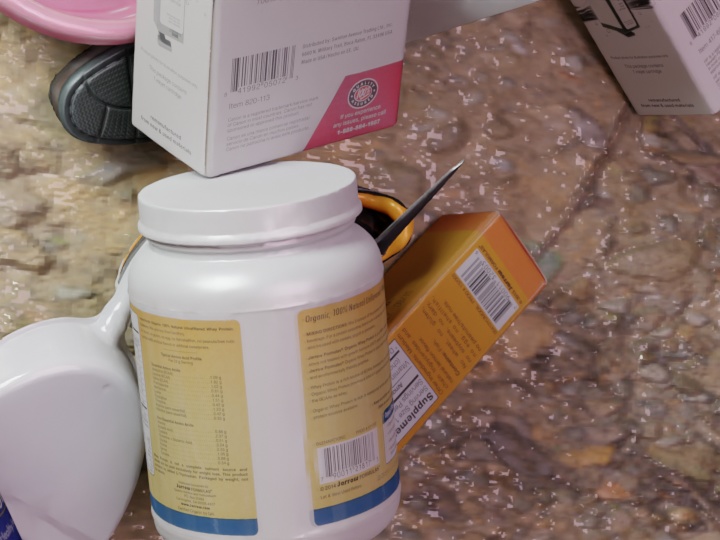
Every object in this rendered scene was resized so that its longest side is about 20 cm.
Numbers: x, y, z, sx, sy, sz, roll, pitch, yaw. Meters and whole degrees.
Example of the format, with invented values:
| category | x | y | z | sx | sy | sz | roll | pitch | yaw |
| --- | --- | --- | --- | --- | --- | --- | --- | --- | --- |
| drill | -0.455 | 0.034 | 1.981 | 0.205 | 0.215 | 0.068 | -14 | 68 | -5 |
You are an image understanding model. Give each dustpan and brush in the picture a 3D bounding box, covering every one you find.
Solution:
| category | x | y | z | sx | sy | sz | roll | pitch | yaw |
| --- | --- | --- | --- | --- | --- | --- | --- | --- | --- |
| dustpan and brush | -0.158 | 0.060 | 1.302 | 0.139 | 0.057 | 0.200 | 35 | 96 | -34 |

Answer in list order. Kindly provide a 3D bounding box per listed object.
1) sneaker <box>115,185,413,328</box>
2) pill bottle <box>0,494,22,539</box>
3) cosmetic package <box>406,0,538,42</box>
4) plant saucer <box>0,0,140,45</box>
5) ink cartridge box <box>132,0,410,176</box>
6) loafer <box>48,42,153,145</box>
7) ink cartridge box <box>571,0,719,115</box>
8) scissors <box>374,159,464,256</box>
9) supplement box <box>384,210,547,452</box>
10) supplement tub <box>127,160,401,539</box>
| category | x | y | z | sx | sy | sz | roll | pitch | yaw |
| --- | --- | --- | --- | --- | --- | --- | --- | --- | --- |
| sneaker | -0.056 | -0.012 | 1.372 | 0.199 | 0.077 | 0.079 | -21 | 99 | -28 |
| pill bottle | -0.251 | 0.122 | 1.190 | 0.115 | 0.116 | 0.201 | -30 | 103 | -29 |
| cosmetic package | 0.069 | -0.224 | 1.390 | 0.052 | 0.200 | 0.151 | 29 | 72 | -25 |
| plant saucer | -0.166 | -0.223 | 1.321 | 0.200 | 0.051 | 0.202 | 7 | 73 | -24 |
| ink cartridge box | -0.046 | -0.171 | 1.277 | 0.146 | 0.083 | 0.201 | -17 | 126 | -35 |
| loafer | -0.105 | -0.133 | 1.372 | 0.199 | 0.063 | 0.072 | -23 | 129 | -26 |
| ink cartridge box | 0.209 | -0.227 | 1.527 | 0.146 | 0.084 | 0.200 | -45 | 116 | -25 |
| scissors | 0.000 | 0.000 | 1.355 | 0.073 | 0.200 | 0.014 | 27 | 30 | -52 |
| supplement box | 0.027 | 0.050 | 1.423 | 0.200 | 0.066 | 0.069 | -45 | 112 | -25 |
| supplement tub | -0.054 | 0.049 | 1.263 | 0.144 | 0.144 | 0.201 | -13 | 106 | -31 |
